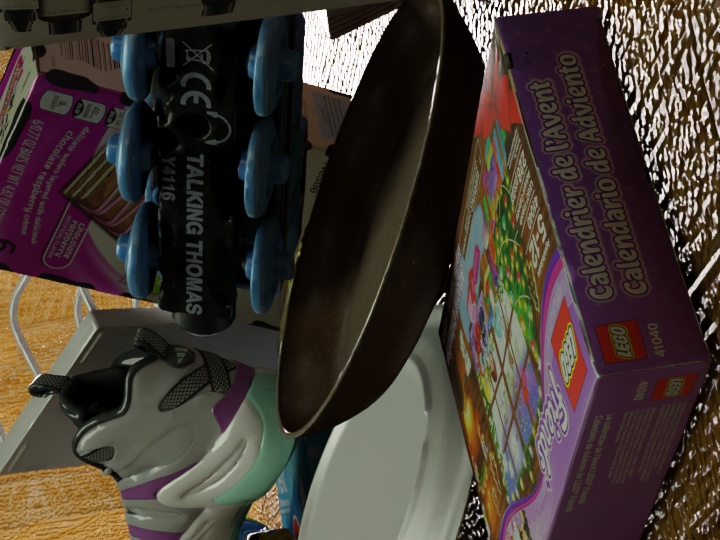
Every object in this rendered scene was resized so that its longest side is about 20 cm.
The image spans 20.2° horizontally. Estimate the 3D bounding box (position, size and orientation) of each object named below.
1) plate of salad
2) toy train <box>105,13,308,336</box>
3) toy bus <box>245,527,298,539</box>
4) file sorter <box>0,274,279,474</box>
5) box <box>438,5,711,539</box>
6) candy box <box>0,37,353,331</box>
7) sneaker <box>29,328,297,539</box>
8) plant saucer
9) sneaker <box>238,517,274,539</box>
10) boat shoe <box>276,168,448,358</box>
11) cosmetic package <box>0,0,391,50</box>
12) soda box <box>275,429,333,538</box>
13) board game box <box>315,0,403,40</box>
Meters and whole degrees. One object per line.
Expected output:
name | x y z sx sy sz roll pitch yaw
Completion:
plate of salad | 0.019 0.114 0.957 0.200 0.048 0.201 -161 90 -73
toy train | -0.066 -0.069 0.931 0.114 0.086 0.201 -75 -10 -55
toy bus | -0.018 0.249 1.189 0.065 0.078 0.201 -73 -28 -62
file sorter | -0.130 0.026 1.228 0.139 0.199 0.125 -52 56 35
box | 0.067 0.025 0.702 0.200 0.039 0.137 96 164 -57
candy box | -0.105 -0.049 1.096 0.137 0.199 0.061 -59 30 36
sneaker | -0.122 0.102 1.114 0.200 0.139 0.078 -61 5 39
plant saucer | 0.010 -0.022 0.855 0.200 0.032 0.201 -162 90 -78
sneaker | -0.044 0.223 1.259 0.071 0.083 0.200 22 153 45
boat shoe | 0.000 0.000 1.033 0.200 0.074 0.067 133 133 -66
cosmetic package | -0.045 -0.128 0.762 0.083 0.199 0.051 125 135 -77
soda box | -0.011 0.124 1.212 0.200 0.064 0.068 132 129 -79
board game box | -0.039 -0.215 0.906 0.201 0.046 0.152 63 178 5
